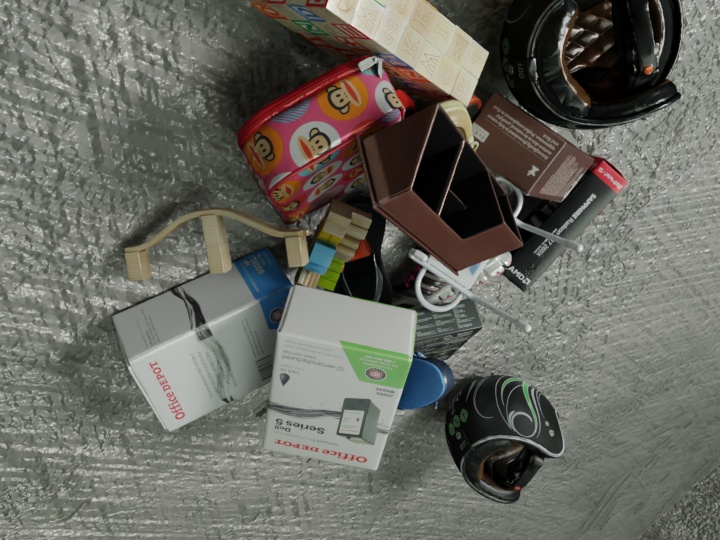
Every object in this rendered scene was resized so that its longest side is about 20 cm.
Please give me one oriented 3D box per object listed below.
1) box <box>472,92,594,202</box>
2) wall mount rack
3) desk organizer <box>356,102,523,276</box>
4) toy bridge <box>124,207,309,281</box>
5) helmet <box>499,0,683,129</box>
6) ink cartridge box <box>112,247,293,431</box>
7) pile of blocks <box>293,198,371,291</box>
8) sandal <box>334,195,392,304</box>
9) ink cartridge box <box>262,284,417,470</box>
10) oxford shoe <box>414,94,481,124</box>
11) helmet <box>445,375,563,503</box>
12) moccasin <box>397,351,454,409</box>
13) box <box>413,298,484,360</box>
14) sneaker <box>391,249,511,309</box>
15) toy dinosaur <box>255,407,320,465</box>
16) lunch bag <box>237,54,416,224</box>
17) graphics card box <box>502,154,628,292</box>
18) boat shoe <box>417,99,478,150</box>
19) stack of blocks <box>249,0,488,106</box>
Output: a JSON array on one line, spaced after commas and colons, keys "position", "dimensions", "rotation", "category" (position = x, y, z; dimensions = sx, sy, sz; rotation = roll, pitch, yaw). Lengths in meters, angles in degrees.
[{"position": [0.201, -0.140, 0.839], "dimensions": [0.075, 0.100, 0.200], "rotation": [-55, 161, 19], "category": "box"}, {"position": [0.162, -0.022, 0.880], "dimensions": [0.200, 0.174, 0.075], "rotation": [-56, 176, -3], "category": "wall mount rack"}, {"position": [0.080, -0.067, 0.658], "dimensions": [0.077, 0.072, 0.200], "rotation": [-22, 154, 21], "category": "desk organizer"}, {"position": [-0.149, -0.031, 0.736], "dimensions": [0.199, 0.027, 0.067], "rotation": [-5, 101, 11], "category": "toy bridge"}, {"position": [0.251, -0.245, 0.761], "dimensions": [0.199, 0.191, 0.201], "rotation": [3, 114, 8], "category": "helmet"}, {"position": [-0.171, 0.083, 0.849], "dimensions": [0.200, 0.084, 0.145], "rotation": [-25, 137, -15], "category": "ink cartridge box"}, {"position": [-0.028, -0.014, 0.791], "dimensions": [0.062, 0.082, 0.200], "rotation": [21, 164, -7], "category": "pile of blocks"}, {"position": [-0.001, 0.000, 0.903], "dimensions": [0.076, 0.043, 0.200], "rotation": [-1, 129, 6], "category": "sandal"}, {"position": [-0.028, 0.129, 0.818], "dimensions": [0.145, 0.084, 0.200], "rotation": [11, 129, -1], "category": "ink cartridge box"}, {"position": [0.082, -0.149, 0.834], "dimensions": [0.071, 0.073, 0.200], "rotation": [-31, 158, -28], "category": "oxford shoe"}, {"position": [0.245, 0.275, 1.222], "dimensions": [0.199, 0.191, 0.200], "rotation": [3, 120, 4], "category": "helmet"}, {"position": [0.059, 0.146, 0.955], "dimensions": [0.068, 0.081, 0.200], "rotation": [-6, 173, -37], "category": "moccasin"}, {"position": [0.049, 0.102, 0.979], "dimensions": [0.199, 0.044, 0.160], "rotation": [-10, 159, -16], "category": "box"}, {"position": [0.099, -0.005, 0.967], "dimensions": [0.200, 0.074, 0.088], "rotation": [-27, 103, 17], "category": "sneaker"}, {"position": [-0.045, 0.206, 1.010], "dimensions": [0.200, 0.105, 0.181], "rotation": [-30, 177, 10], "category": "toy dinosaur"}, {"position": [-0.024, -0.126, 0.698], "dimensions": [0.176, 0.082, 0.200], "rotation": [-31, 175, -5], "category": "lunch bag"}, {"position": [0.272, -0.069, 0.989], "dimensions": [0.051, 0.125, 0.200], "rotation": [41, 103, -4], "category": "graphics card box"}, {"position": [0.089, -0.104, 0.743], "dimensions": [0.073, 0.063, 0.200], "rotation": [-20, 158, 1], "category": "boat shoe"}, {"position": [0.013, -0.225, 0.662], "dimensions": [0.200, 0.115, 0.059], "rotation": [20, 93, -45], "category": "stack of blocks"}]
